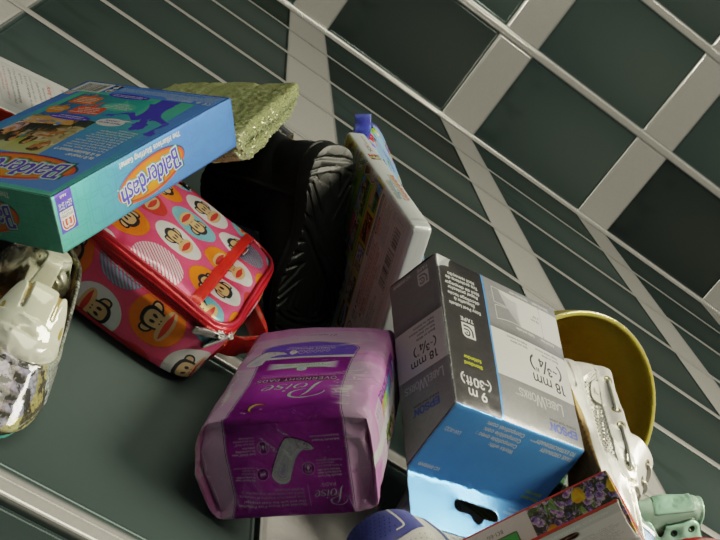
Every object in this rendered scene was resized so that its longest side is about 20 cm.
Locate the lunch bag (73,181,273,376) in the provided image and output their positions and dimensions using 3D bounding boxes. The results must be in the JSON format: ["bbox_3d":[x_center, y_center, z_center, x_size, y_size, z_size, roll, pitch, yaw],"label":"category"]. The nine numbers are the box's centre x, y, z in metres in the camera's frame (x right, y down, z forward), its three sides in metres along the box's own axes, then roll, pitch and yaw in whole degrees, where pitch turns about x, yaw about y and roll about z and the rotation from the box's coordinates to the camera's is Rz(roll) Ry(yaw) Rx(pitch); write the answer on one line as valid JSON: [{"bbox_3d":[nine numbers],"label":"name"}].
[{"bbox_3d":[-0.150,0.005,0.860,0.176,0.082,0.200,40,18,-6],"label":"lunch bag"}]

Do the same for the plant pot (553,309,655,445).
[{"bbox_3d":[0.169,0.129,1.034,0.199,0.201,0.142,29,-7,-26],"label":"plant pot"}]

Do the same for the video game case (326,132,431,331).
[{"bbox_3d":[0.000,0.000,0.973,0.023,0.201,0.182,2,32,-23],"label":"video game case"}]

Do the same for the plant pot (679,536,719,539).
[{"bbox_3d":[0.203,0.281,0.631,0.200,0.183,0.201,27,29,-16],"label":"plant pot"}]

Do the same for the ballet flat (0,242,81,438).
[{"bbox_3d":[-0.219,0.026,0.675,0.072,0.072,0.201,31,18,-21],"label":"ballet flat"}]

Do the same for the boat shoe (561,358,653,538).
[{"bbox_3d":[0.203,0.157,0.830,0.069,0.071,0.201,1,54,-14],"label":"boat shoe"}]

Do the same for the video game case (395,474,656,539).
[{"bbox_3d":[0.126,0.215,0.813,0.200,0.022,0.182,38,47,1],"label":"video game case"}]

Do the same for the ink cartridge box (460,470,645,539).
[{"bbox_3d":[0.127,0.182,0.673,0.200,0.109,0.051,53,12,-53],"label":"ink cartridge box"}]

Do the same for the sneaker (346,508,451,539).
[{"bbox_3d":[0.007,0.211,0.626,0.115,0.081,0.200,32,19,-24],"label":"sneaker"}]

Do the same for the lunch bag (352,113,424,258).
[{"bbox_3d":[0.018,-0.081,1.197,0.093,0.201,0.151,-5,17,6],"label":"lunch bag"}]

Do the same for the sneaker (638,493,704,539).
[{"bbox_3d":[0.238,0.203,0.933,0.201,0.118,0.074,56,15,-26],"label":"sneaker"}]

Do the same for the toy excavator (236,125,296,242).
[{"bbox_3d":[-0.087,-0.085,1.194,0.100,0.200,0.195,38,61,2],"label":"toy excavator"}]

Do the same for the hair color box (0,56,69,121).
[{"bbox_3d":[-0.280,-0.121,0.942,0.199,0.064,0.111,23,23,-37],"label":"hair color box"}]

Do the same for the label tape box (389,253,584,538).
[{"bbox_3d":[0.100,0.104,0.800,0.144,0.063,0.201,24,45,-33],"label":"label tape box"}]

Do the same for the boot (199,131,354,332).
[{"bbox_3d":[-0.090,-0.042,1.005,0.076,0.201,0.168,2,11,-43],"label":"boot"}]

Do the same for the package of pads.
[{"bbox_3d":[-0.037,0.102,0.754,0.120,0.076,0.200,-5,14,8],"label":"package of pads"}]

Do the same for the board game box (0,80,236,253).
[{"bbox_3d":[-0.212,-0.085,0.775,0.151,0.045,0.200,12,32,28],"label":"board game box"}]

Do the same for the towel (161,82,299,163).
[{"bbox_3d":[-0.142,-0.137,0.956,0.147,0.037,0.200,0,23,11],"label":"towel"}]
